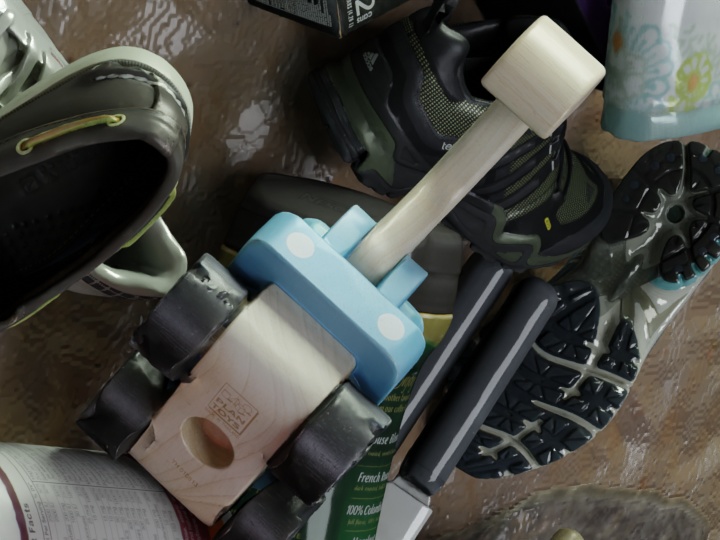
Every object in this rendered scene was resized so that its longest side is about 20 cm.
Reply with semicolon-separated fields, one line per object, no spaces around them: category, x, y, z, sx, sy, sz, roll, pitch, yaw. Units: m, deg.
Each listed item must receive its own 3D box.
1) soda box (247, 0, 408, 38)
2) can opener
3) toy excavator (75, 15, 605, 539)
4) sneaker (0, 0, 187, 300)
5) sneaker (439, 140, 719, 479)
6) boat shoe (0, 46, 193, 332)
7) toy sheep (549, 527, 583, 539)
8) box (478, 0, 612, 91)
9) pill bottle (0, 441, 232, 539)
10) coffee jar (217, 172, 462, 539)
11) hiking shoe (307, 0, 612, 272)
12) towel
soda box;-0.016;-0.205;1.188;0.071;0.063;0.201;-31;128;-35
can opener;0.025;0.080;1.343;0.053;0.067;0.200;34;83;-3
toy excavator;0.000;0.000;1.162;0.200;0.100;0.195;-48;178;-42
sneaker;-0.133;-0.064;1.112;0.076;0.080;0.200;-51;135;-16
sneaker;0.119;0.028;1.426;0.200;0.078;0.086;-46;170;-3
boat shoe;-0.149;-0.008;1.065;0.201;0.061;0.072;-35;114;13
toy sheep;0.059;0.205;1.398;0.200;0.137;0.138;-51;138;-36
box;0.100;-0.202;1.307;0.141;0.079;0.200;-53;137;-21
pill bottle;-0.149;0.123;1.152;0.200;0.109;0.110;9;100;-48
coffee jar;-0.028;0.062;1.259;0.085;0.104;0.201;4;105;-67
hiking shoe;0.070;-0.064;1.305;0.101;0.076;0.200;-36;147;25
towel;0.187;-0.158;1.329;0.199;0.048;0.172;-17;116;-44
